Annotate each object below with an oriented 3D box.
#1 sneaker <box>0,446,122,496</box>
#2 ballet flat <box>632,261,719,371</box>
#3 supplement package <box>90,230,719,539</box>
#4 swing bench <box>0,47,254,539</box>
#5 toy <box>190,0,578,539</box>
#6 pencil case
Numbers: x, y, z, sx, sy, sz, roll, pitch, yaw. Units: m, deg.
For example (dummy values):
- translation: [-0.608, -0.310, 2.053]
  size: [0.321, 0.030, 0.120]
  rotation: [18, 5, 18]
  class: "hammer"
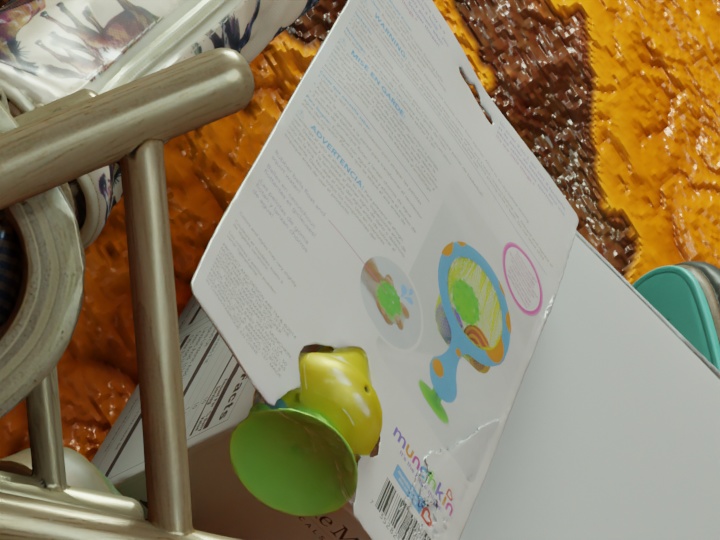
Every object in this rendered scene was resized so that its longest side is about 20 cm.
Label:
- translation: [-0.047, 0.140, 0.825]
  size: [0.090, 0.067, 0.201]
  rotation: [-23, 87, -52]
  class: "sneaker"
- translation: [0.143, 0.091, 1.010]
  size: [0.068, 0.068, 0.201]
  rotation: [26, 54, -44]
  class: "ballet flat"
- translation: [0.033, 0.074, 0.888]
  size: [0.200, 0.111, 0.156]
  rotation: [43, 48, -17]
  class: "supplement package"
- translation: [-0.138, 0.022, 0.643]
  size: [0.199, 0.199, 0.131]
  rotation: [-5, 91, -15]
  class: "swing bench"
- translation: [0.000, 0.000, 0.776]
  size: [0.115, 0.047, 0.200]
  rotation: [55, 29, -20]
  class: "toy"
- translation: [-0.069, -0.082, 0.887]
  size: [0.078, 0.089, 0.200]
  rotation: [52, 47, -10]
  class: "pencil case"
